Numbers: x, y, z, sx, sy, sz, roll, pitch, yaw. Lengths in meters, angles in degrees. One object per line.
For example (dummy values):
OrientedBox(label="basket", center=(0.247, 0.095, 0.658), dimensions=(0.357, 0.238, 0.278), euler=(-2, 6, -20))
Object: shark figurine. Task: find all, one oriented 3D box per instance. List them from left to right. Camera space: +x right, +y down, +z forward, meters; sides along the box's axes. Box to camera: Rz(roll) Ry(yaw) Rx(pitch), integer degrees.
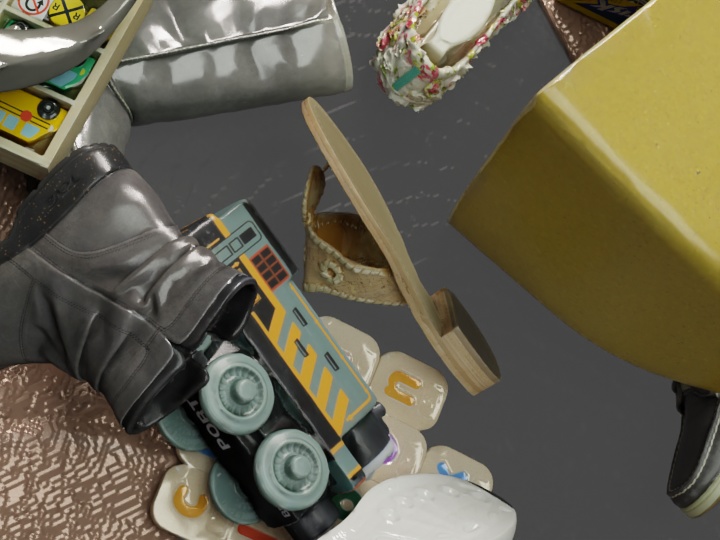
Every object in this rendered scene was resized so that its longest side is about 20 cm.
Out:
OrientedBox(label="shark figurine", center=(-0.184, -0.123, 1.080), dimensions=(0.214, 0.089, 0.128), euler=(-10, 100, -19))

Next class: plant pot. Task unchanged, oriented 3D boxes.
OrientedBox(label="plant pot", center=(0.206, -0.045, 1.240), dimensions=(0.194, 0.196, 0.200), euler=(-39, 83, -23))

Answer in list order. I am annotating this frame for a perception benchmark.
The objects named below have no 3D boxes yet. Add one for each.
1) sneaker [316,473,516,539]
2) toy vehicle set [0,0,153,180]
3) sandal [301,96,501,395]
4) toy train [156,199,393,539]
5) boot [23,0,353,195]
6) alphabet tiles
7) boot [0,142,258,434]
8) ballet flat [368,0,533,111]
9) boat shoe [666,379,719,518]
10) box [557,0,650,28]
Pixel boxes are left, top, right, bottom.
OrientedBox(label="sneaker", center=(0.007, 0.209, 1.197), dimensions=(0.200, 0.081, 0.147), euler=(-21, 135, -55))
OrientedBox(label="toy vehicle set", center=(-0.231, -0.144, 1.151), dimensions=(0.200, 0.027, 0.124), euler=(25, 72, 4))
OrientedBox(label="sandal", center=(0.000, 0.002, 1.240), dimensions=(0.070, 0.078, 0.212), euler=(-32, 111, 11))
OrientedBox(label="toy train", center=(-0.062, 0.056, 1.184), dimensions=(0.114, 0.085, 0.200), euler=(-41, 98, -33))
OrientedBox(label="boot", center=(-0.100, -0.097, 1.219), dimensions=(0.200, 0.073, 0.182), euler=(-9, 85, -29))
OrientedBox(label="alphabet tiles", center=(-0.021, 0.134, 1.236), dimensions=(0.195, 0.015, 0.200), euler=(27, 72, -17))
OrientedBox(label="boot", center=(-0.158, 0.042, 1.104), dimensions=(0.132, 0.070, 0.200), euler=(47, 105, 16))
OrientedBox(label="ballet flat", center=(0.080, -0.182, 1.305), dimensions=(0.076, 0.064, 0.200), euler=(37, 69, -12))
OrientedBox(label="boat shoe", center=(0.225, 0.060, 1.326), dimensions=(0.065, 0.073, 0.200), euler=(28, 62, -11))
OrientedBox(label="box", center=(0.195, -0.260, 1.365), dimensions=(0.070, 0.064, 0.200), euler=(23, 74, -17))
